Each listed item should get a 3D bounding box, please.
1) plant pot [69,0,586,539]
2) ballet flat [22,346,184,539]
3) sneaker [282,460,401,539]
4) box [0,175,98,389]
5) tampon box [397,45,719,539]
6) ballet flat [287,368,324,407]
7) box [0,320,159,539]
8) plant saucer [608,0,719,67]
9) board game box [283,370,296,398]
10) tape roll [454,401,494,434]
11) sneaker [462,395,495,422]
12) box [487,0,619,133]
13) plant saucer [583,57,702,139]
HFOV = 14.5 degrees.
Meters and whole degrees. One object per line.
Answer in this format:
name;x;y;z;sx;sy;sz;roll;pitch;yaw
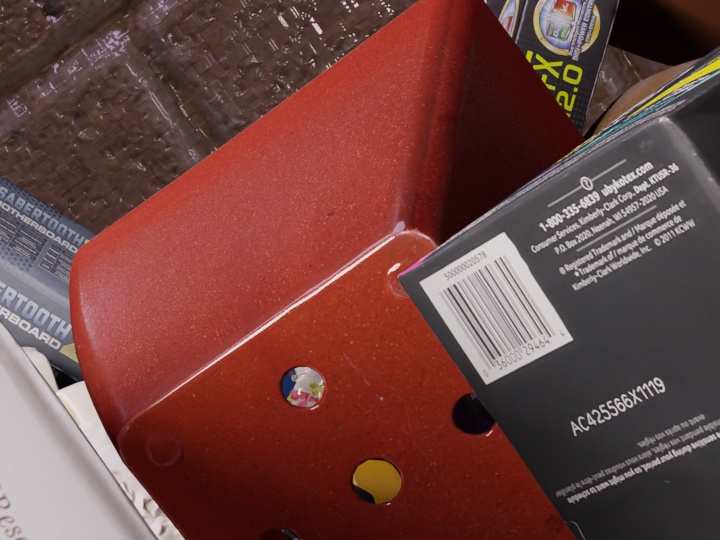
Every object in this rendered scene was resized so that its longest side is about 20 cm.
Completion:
plant pot;0.013;0.045;1.034;0.200;0.200;0.176;-35;12;13
ballet flat;-0.127;0.070;1.152;0.072;0.072;0.200;-36;31;-24
sneaker;0.005;0.122;1.250;0.090;0.070;0.200;-4;-12;-4
box;-0.159;0.045;1.267;0.158;0.200;0.051;-54;8;38
tampon box;0.145;-0.016;0.881;0.200;0.126;0.150;-36;2;-37
ballet flat;0.000;0.000;1.289;0.200;0.064;0.076;-83;10;-46
box;-0.117;0.127;0.814;0.131;0.200;0.199;-36;1;-14
plant saucer;0.155;-0.129;1.326;0.200;0.199;0.038;152;137;-80
board game box;-0.065;0.121;1.379;0.200;0.037;0.151;-60;-6;1
tape roll;0.075;0.060;1.356;0.200;0.066;0.200;-35;1;0
sneaker;0.053;0.017;1.197;0.091;0.199;0.067;-59;-8;-51
box;0.062;-0.050;1.362;0.200;0.044;0.161;156;130;-80
plant saucer;0.190;-0.067;1.319;0.199;0.036;0.200;-6;-15;-1
